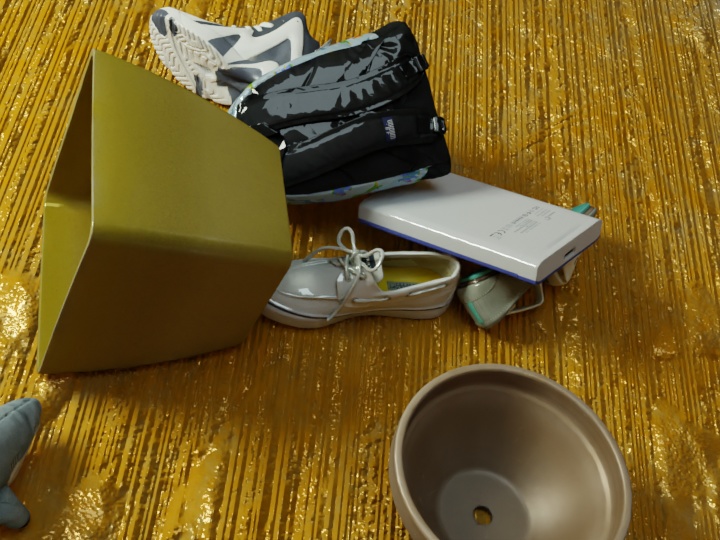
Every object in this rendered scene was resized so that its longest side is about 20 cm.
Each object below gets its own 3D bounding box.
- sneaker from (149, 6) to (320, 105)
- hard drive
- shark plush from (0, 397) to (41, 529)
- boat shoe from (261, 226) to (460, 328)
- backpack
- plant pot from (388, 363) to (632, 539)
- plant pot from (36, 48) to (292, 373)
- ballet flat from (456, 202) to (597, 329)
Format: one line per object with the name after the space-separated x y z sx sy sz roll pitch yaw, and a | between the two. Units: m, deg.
-0.119 -0.242 1.155 0.199 0.080 0.130 27 49 5 | sneaker
0.116 -0.048 1.044 0.199 0.025 0.132 21 33 31 | hard drive
-0.295 0.128 0.757 0.091 0.200 0.084 30 90 20 | shark plush
0.002 0.004 0.993 0.201 0.086 0.075 2 52 -16 | boat shoe
-0.036 -0.137 1.043 0.199 0.154 0.164 -24 99 -29 | backpack
0.113 0.185 0.882 0.200 0.093 0.202 9 51 -11 | plant pot
-0.166 -0.036 0.915 0.176 0.200 0.201 9 50 -24 | plant pot
0.177 -0.002 1.077 0.200 0.067 0.064 -30 95 -32 | ballet flat
